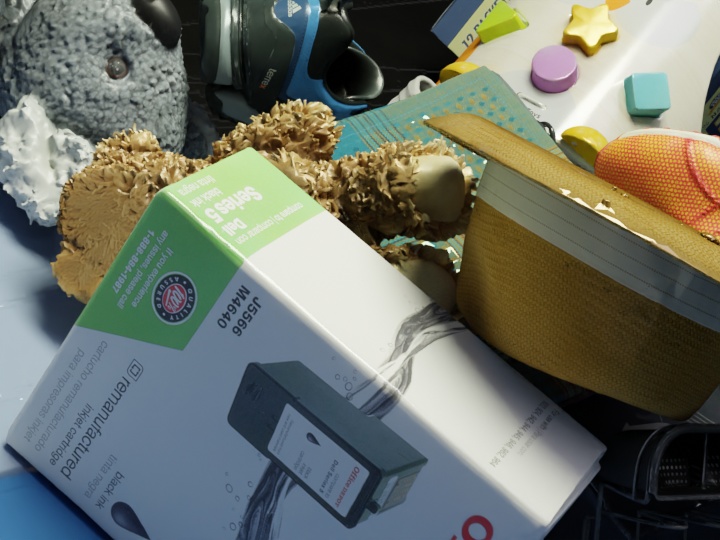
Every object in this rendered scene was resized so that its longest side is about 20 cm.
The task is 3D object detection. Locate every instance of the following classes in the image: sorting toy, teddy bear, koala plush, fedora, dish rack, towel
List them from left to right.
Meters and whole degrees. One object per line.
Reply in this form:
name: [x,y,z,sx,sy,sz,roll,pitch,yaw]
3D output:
koala plush: [-0.157,-0.123,0.913,0.200,0.183,0.177,59,29,-2]
teddy bear: [-0.040,-0.013,0.819,0.067,0.199,0.146,44,33,-74]
towel: [0.058,-0.012,0.860,0.146,0.022,0.200,-21,55,-23]
sorting toy: [0.162,-0.152,1.213,0.200,0.180,0.107,31,-14,24]
fedora: [0.100,0.007,0.733,0.200,0.082,0.201,28,6,-3]
dish rack: [0.157,0.163,0.752,0.153,0.201,0.054,5,0,-32]

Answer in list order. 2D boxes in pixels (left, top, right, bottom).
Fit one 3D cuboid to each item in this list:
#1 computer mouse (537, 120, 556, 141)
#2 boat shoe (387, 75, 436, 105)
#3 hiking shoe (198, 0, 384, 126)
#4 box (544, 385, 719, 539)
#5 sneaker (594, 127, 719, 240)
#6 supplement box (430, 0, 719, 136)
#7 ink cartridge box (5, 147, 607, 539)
computer mouse: [0.168,-0.025,1.146,0.200,0.046,0.140,46,-7,11]
boat shoe: [0.075,-0.047,1.130,0.072,0.066,0.200,10,36,-42]
hiking shoe: [-0.027,-0.084,0.964,0.200,0.086,0.075,65,22,-66]
box: [0.148,0.064,0.896,0.199,0.118,0.197,-16,52,-24]
sneaker: [0.187,-0.002,0.839,0.200,0.073,0.077,36,61,27]
supplement box: [0.197,-0.160,1.353,0.200,0.134,0.200,46,18,21]
ink cartridge box: [-0.024,0.072,0.724,0.200,0.146,0.084,40,27,9]
